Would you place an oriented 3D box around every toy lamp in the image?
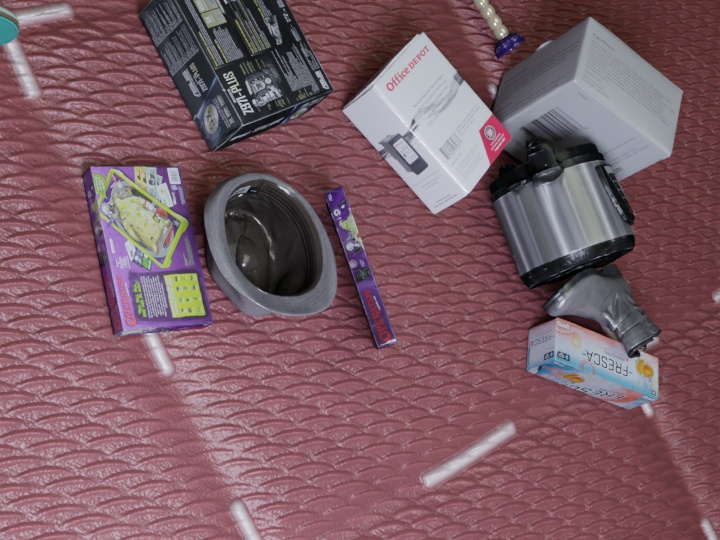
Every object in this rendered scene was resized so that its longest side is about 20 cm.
[{"bbox_3d":[0.175,-0.417,2.018,0.058,0.058,0.200,-39,97,-39],"label":"toy lamp"}]

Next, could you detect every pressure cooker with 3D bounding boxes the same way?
[{"bbox_3d":[0.276,-0.092,1.883,0.178,0.176,0.201,-14,79,-36],"label":"pressure cooker"}]

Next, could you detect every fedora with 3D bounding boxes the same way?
[{"bbox_3d":[-0.123,-0.017,1.616,0.176,0.090,0.201,-5,66,-39],"label":"fedora"}]

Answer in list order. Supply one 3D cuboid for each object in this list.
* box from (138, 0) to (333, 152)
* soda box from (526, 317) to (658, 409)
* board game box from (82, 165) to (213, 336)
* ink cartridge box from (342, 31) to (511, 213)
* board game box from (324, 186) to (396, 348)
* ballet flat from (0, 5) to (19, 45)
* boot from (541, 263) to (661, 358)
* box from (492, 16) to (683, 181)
[{"bbox_3d":[-0.156,-0.275,1.700,0.164,0.086,0.200,-29,89,-40],"label":"box"},{"bbox_3d":[0.331,0.134,1.904,0.199,0.064,0.069,21,60,-27],"label":"soda box"},{"bbox_3d":[-0.249,-0.026,1.570,0.120,0.032,0.201,-1,72,-41],"label":"board game box"},{"bbox_3d":[0.093,-0.205,1.854,0.200,0.083,0.145,48,52,-10],"label":"ink cartridge box"},{"bbox_3d":[0.000,0.000,1.681,0.032,0.120,0.201,-20,85,3],"label":"board game box"},{"bbox_3d":[-0.480,-0.286,1.490,0.200,0.069,0.071,-13,60,-38],"label":"ballet flat"},{"bbox_3d":[0.346,0.064,1.870,0.200,0.070,0.132,-16,66,-48],"label":"boot"},{"bbox_3d":[0.327,-0.230,1.959,0.200,0.199,0.131,33,56,-22],"label":"box"}]
